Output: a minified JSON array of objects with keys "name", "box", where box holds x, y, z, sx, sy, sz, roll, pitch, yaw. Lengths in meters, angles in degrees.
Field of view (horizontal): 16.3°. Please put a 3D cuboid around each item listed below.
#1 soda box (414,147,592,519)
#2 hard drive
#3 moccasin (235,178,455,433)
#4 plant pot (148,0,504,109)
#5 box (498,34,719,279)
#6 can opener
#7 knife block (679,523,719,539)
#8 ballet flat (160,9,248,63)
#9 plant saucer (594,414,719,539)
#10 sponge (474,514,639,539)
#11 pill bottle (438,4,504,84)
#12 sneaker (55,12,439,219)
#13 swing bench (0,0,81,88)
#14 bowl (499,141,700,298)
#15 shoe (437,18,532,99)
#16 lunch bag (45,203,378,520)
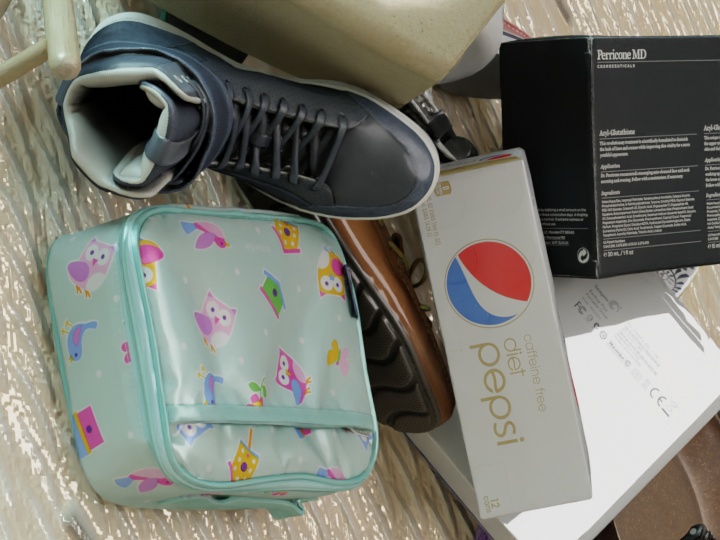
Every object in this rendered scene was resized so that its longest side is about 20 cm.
[{"name":"soda box","box":[0.081,0.035,1.438,0.064,0.068,0.200,-58,137,-81]},{"name":"hard drive","box":[0.132,0.081,1.543,0.200,0.025,0.132,-41,92,-30]},{"name":"moccasin","box":[-0.001,0.001,1.458,0.078,0.074,0.202,-34,92,-48]},{"name":"plant pot","box":[0.001,-0.195,1.333,0.177,0.200,0.200,40,79,-6]},{"name":"box","box":[0.179,-0.073,1.528,0.200,0.079,0.141,-5,97,-44]},{"name":"can opener","box":[0.040,-0.065,1.526,0.053,0.066,0.200,50,1,31]},{"name":"knife block","box":[0.182,0.244,1.460,0.064,0.175,0.200,48,51,-47]},{"name":"ballet flat","box":[-0.062,-0.188,1.462,0.068,0.068,0.200,46,41,-30]},{"name":"plant saucer","box":[0.198,0.157,1.636,0.200,0.037,0.201,33,47,-44]},{"name":"sponge","box":[0.146,0.197,1.598,0.200,0.030,0.112,49,38,-29]},{"name":"pill bottle","box":[0.035,-0.219,1.500,0.109,0.109,0.200,30,56,-44]},{"name":"sneaker","box":[-0.060,-0.064,1.292,0.202,0.077,0.146,20,15,-1]},{"name":"swing bench","box":[-0.224,-0.195,1.187,0.199,0.130,0.200,43,37,-34]},{"name":"bowl","box":[0.151,-0.063,1.653,0.201,0.094,0.201,-22,122,-41]},{"name":"shoe","box":[0.055,-0.175,1.619,0.200,0.071,0.091,16,65,-46]},{"name":"lunch bag","box":[-0.069,0.050,1.322,0.200,0.077,0.161,5,69,-54]}]
